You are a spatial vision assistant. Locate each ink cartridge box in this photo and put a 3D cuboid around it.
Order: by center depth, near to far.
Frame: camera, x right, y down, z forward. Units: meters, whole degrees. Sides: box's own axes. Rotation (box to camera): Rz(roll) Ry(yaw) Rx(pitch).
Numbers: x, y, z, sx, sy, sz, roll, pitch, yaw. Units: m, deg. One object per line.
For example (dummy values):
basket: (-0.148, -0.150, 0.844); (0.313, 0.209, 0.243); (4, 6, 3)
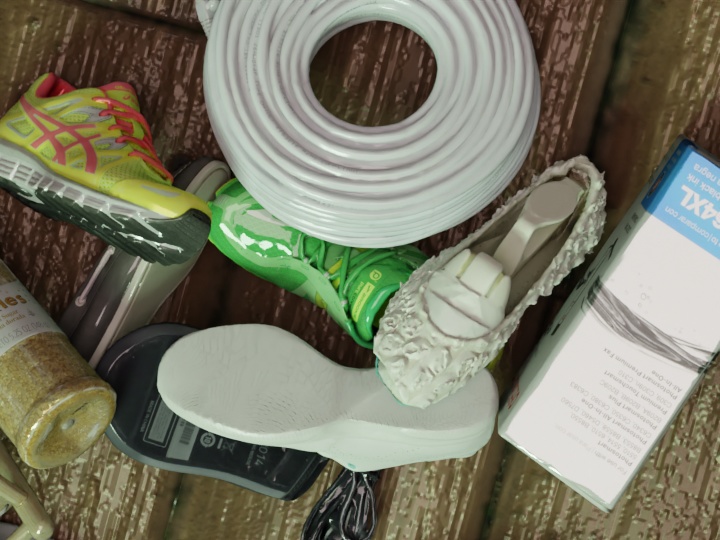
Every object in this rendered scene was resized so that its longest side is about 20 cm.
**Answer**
ink cartridge box: (0.166, 0.028, 1.706); (0.084, 0.146, 0.200); (34, 96, 0)

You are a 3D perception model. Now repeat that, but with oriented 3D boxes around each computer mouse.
computer mouse: (-0.074, 0.094, 1.773); (0.200, 0.053, 0.139); (24, 93, -18)

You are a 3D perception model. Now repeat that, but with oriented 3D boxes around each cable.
cable: (0.007, -0.115, 1.720); (0.200, 0.069, 0.200); (-8, 74, -4)

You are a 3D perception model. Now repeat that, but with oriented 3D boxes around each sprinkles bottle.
sprinkles bottle: (-0.225, 0.028, 1.736); (0.068, 0.068, 0.200); (-47, 62, 7)

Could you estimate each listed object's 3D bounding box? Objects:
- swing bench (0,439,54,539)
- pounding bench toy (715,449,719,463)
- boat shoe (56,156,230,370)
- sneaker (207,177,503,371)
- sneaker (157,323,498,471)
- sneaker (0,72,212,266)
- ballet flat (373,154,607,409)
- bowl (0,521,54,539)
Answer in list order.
swing bench: (-0.312, 0.137, 1.747); (0.199, 0.200, 0.130); (-43, 124, 7)
pounding bench toy: (0.289, 0.047, 1.693); (0.200, 0.156, 0.124); (-39, 92, 6)
boat shoe: (-0.150, 0.011, 1.770); (0.057, 0.067, 0.200); (31, 94, 21)
sneaker: (0.000, 0.000, 1.746); (0.200, 0.084, 0.074); (28, 94, -2)
sneaker: (-0.021, 0.087, 1.726); (0.200, 0.089, 0.075); (8, 62, 2)
sneaker: (-0.151, -0.069, 1.722); (0.200, 0.078, 0.090); (24, 79, 42)
ballet flat: (0.078, -0.003, 1.702); (0.072, 0.072, 0.200); (45, 56, 0)
bowl: (-0.239, 0.258, 1.786); (0.201, 0.090, 0.202); (0, 94, 4)
